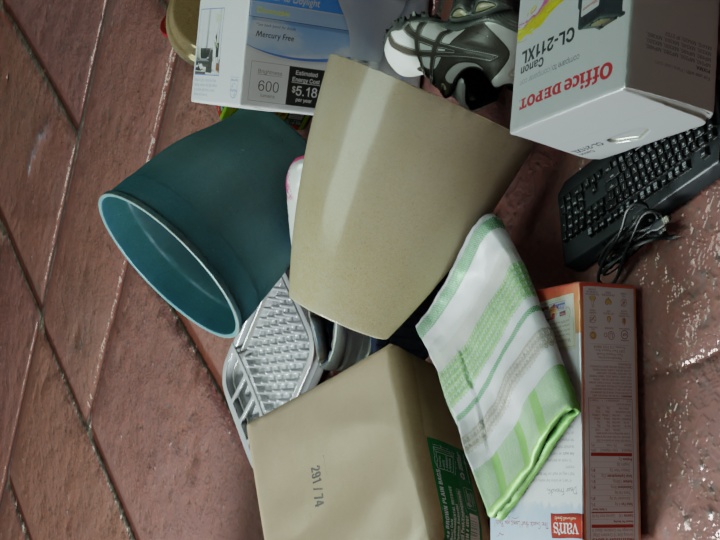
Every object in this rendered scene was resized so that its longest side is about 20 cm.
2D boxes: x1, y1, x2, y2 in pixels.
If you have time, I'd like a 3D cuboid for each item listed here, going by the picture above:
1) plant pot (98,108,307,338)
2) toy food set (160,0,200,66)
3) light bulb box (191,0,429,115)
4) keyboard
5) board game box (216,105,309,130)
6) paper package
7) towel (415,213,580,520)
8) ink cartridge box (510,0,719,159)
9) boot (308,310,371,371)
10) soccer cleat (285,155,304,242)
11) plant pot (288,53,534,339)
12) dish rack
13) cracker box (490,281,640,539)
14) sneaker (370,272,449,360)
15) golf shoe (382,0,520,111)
[{"bbox_3d":[-0.140,-0.066,1.590,0.188,0.200,0.200,-46,18,-21],"label":"plant pot"},{"bbox_3d":[-0.122,-0.287,1.648,0.049,0.197,0.201,67,178,-55],"label":"toy food set"},{"bbox_3d":[-0.045,-0.250,1.458,0.125,0.197,0.201,15,101,60],"label":"light bulb box"},{"bbox_3d":[0.201,-0.060,1.130,0.200,0.039,0.105,-42,49,54],"label":"keyboard"},{"bbox_3d":[-0.126,-0.250,1.715,0.048,0.101,0.201,-58,38,40],"label":"board game box"},{"bbox_3d":[0.006,0.197,1.340,0.190,0.103,0.201,-31,55,30],"label":"paper package"},{"bbox_3d":[0.103,0.074,1.189,0.201,0.031,0.150,-108,31,-41],"label":"towel"},{"bbox_3d":[0.187,-0.198,1.106,0.146,0.082,0.201,-17,64,60],"label":"ink cartridge box"},{"bbox_3d":[0.000,0.000,1.445,0.073,0.095,0.201,-20,69,60],"label":"boot"},{"bbox_3d":[-0.037,-0.037,1.493,0.200,0.069,0.087,83,-167,-63],"label":"soccer cleat"},{"bbox_3d":[0.021,-0.052,1.266,0.187,0.187,0.201,30,98,60],"label":"plant pot"},{"bbox_3d":[-0.088,0.102,1.657,0.201,0.043,0.172,-67,32,32],"label":"dish rack"},{"bbox_3d":[0.156,0.116,1.172,0.134,0.057,0.201,-14,73,63],"label":"cracker box"},{"bbox_3d":[0.044,-0.006,1.392,0.082,0.074,0.201,4,82,62],"label":"sneaker"},{"bbox_3d":[0.078,-0.185,1.343,0.200,0.077,0.095,-11,77,63],"label":"golf shoe"}]
